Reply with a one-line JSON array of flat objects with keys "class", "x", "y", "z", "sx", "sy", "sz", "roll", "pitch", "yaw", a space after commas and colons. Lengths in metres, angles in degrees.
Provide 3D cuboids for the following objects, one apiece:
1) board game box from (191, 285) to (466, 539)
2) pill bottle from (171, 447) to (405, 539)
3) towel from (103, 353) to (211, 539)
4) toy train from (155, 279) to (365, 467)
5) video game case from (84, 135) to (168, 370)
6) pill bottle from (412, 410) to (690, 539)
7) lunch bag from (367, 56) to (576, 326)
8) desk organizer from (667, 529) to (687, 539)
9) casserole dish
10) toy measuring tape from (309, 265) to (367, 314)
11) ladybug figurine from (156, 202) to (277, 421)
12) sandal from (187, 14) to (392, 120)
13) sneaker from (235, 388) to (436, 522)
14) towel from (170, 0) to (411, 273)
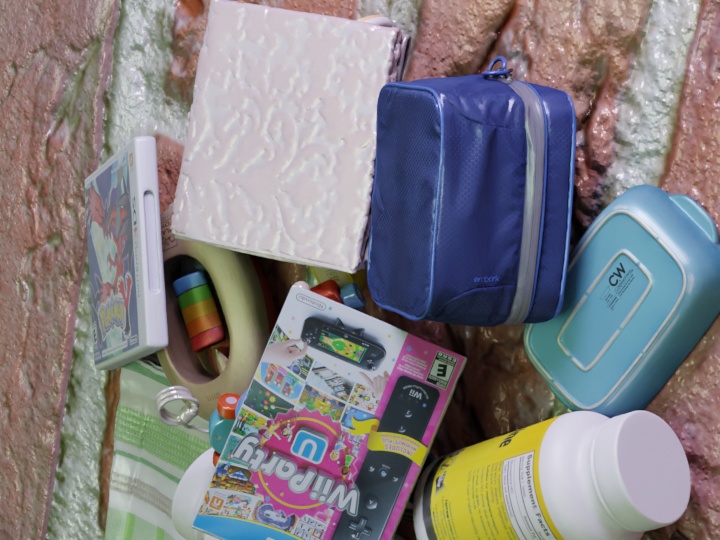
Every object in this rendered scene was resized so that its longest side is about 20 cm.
[{"class": "board game box", "x": -0.023, "y": 0.132, "z": 1.500, "sx": 0.147, "sy": 0.064, "sz": 0.201, "roll": 22, "pitch": 87, "yaw": 2}, {"class": "pill bottle", "x": -0.060, "y": 0.231, "z": 1.652, "sx": 0.200, "sy": 0.113, "sz": 0.114, "roll": 29, "pitch": 113, "yaw": 35}, {"class": "towel", "x": -0.179, "y": 0.184, "z": 1.806, "sx": 0.149, "sy": 0.031, "sz": 0.201, "roll": 20, "pitch": 108, "yaw": 39}, {"class": "toy train", "x": -0.064, "y": 0.082, "z": 1.613, "sx": 0.200, "sy": 0.150, "sz": 0.056, "roll": -31, "pitch": 31, "yaw": 16}, {"class": "video game case", "x": -0.211, "y": -0.011, "z": 1.743, "sx": 0.200, "sy": 0.023, "sz": 0.183, "roll": 157, "pitch": 110, "yaw": -68}, {"class": "pill bottle", "x": 0.143, "y": 0.170, "z": 1.464, "sx": 0.200, "sy": 0.112, "sz": 0.113, "roll": -24, "pitch": 80, "yaw": 42}, {"class": "lunch bag", "x": 0.091, "y": -0.061, "z": 1.470, "sx": 0.136, "sy": 0.132, "sz": 0.201, "roll": -153, "pitch": 66, "yaw": -66}, {"class": "desk organizer", "x": 0.264, "y": 0.283, "z": 1.400, "sx": 0.200, "sy": 0.077, "sz": 0.072, "roll": 40, "pitch": 120, "yaw": 30}, {"class": "casserole dish", "x": 0.191, "y": 0.028, "z": 1.460, "sx": 0.121, "sy": 0.039, "sz": 0.200, "roll": 49, "pitch": 122, "yaw": 25}, {"class": "toy measuring tape", "x": 0.000, "y": 0.000, "z": 1.621, "sx": 0.073, "sy": 0.074, "sz": 0.200, "roll": -15, "pitch": 108, "yaw": 41}, {"class": "ladybug figurine", "x": -0.126, "y": 0.033, "z": 1.713, "sx": 0.136, "sy": 0.072, "sz": 0.201, "roll": -21, "pitch": 82, "yaw": 41}, {"class": "sandal", "x": -0.062, "y": -0.182, "z": 1.634, "sx": 0.206, "sy": 0.079, "sz": 0.059, "roll": -26, "pitch": 80, "yaw": 31}, {"class": "sneaker", "x": -0.014, "y": 0.162, "z": 1.579, "sx": 0.199, "sy": 0.083, "sz": 0.071, "roll": 27, "pitch": 123, "yaw": -13}, {"class": "towel", "x": -0.059, "y": -0.109, "z": 1.567, "sx": 0.190, "sy": 0.032, "sz": 0.201, "roll": 12, "pitch": 93, "yaw": 30}]
